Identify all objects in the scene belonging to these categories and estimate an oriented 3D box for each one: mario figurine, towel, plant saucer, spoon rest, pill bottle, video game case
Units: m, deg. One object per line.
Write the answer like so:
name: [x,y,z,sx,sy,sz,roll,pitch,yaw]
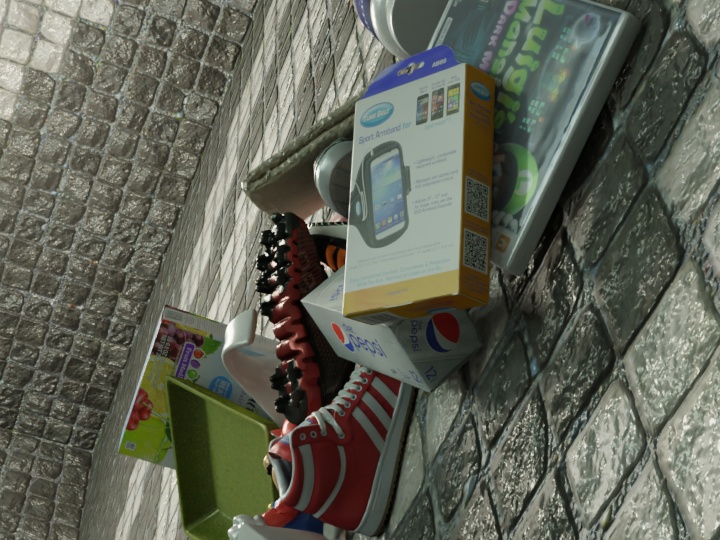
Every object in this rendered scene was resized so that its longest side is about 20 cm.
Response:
mario figurine: [-0.071,0.231,1.208,0.124,0.105,0.202,117,162,-77]
towel: [-0.026,-0.121,1.286,0.199,0.035,0.133,-35,-20,2]
plant saucer: [-0.131,0.224,1.351,0.199,0.048,0.202,18,118,48]
spoon rest: [-0.080,0.111,1.268,0.060,0.200,0.100,-13,49,26]
pill bottle: [0.060,-0.277,1.283,0.200,0.115,0.117,-115,44,-68]
video game case: [0.100,-0.121,0.948,0.181,0.023,0.202,32,100,46]

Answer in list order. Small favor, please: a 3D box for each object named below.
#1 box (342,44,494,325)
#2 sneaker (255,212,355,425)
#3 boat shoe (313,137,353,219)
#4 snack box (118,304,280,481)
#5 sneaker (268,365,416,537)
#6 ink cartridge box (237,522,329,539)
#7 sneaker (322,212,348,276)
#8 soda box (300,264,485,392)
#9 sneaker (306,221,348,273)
box: [0.045,-0.066,0.945,0.118,0.041,0.202,-12,66,43]
sneaker: [-0.043,0.042,1.195,0.071,0.097,0.203,156,106,-64]
boat shoe: [-0.008,-0.093,1.217,0.072,0.071,0.200,-55,-20,6]
snack box: [-0.159,0.153,1.437,0.068,0.198,0.170,-107,35,-71]
sneaker: [-0.017,0.126,1.119,0.071,0.111,0.202,138,146,-63]
ink cartridge box: [-0.067,0.334,1.063,0.145,0.082,0.202,15,88,59]
sneaker: [-0.024,0.003,1.357,0.201,0.075,0.105,-58,16,35]
soda box: [0.022,0.042,1.058,0.063,0.069,0.200,-38,17,-16]
sneaker: [0.000,0.000,1.206,0.199,0.069,0.091,0,88,54]
